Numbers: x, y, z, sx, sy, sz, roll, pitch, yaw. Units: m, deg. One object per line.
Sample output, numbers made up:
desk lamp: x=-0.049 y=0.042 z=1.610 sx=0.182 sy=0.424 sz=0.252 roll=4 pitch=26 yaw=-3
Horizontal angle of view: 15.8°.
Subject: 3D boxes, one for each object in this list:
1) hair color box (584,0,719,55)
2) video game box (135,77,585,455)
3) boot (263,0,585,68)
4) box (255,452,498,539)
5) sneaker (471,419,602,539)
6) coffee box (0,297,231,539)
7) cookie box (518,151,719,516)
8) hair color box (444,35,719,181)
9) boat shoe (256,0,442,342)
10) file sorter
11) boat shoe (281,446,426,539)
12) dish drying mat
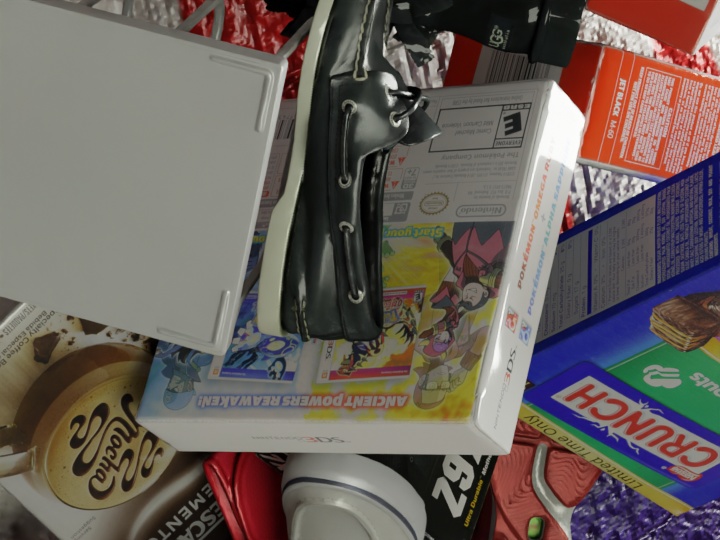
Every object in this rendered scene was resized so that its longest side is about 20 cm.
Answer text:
hair color box: x=0.175 y=-0.178 z=1.326 sx=0.064 sy=0.200 sz=0.111 roll=26 pitch=103 yaw=9
video game box: x=0.000 y=0.000 z=1.267 sx=0.047 sy=0.200 sz=0.183 roll=44 pitch=54 yaw=-46
boot: x=0.034 y=-0.187 z=1.292 sx=0.162 sy=0.199 sz=0.073 roll=12 pitch=143 yaw=-4
box: x=0.023 y=0.034 z=1.378 sx=0.160 sy=0.049 sz=0.200 roll=42 pitch=59 yaw=-40
sneaker: x=0.087 y=0.116 z=1.493 sx=0.078 sy=0.116 sz=0.200 roll=13 pitch=92 yaw=-17
coffee box: x=-0.142 y=0.072 z=1.340 sx=0.113 sy=0.080 sz=0.200 roll=-45 pitch=128 yaw=-4
cookie box: x=0.184 y=0.034 z=1.347 sx=0.171 sy=0.075 sz=0.200 roll=31 pitch=138 yaw=-31
hair color box: x=0.152 y=-0.081 z=1.382 sx=0.200 sy=0.111 sz=0.064 roll=12 pitch=94 yaw=-42
boat shoe: x=0.003 y=-0.060 z=1.188 sx=0.066 sy=0.075 sz=0.200 roll=14 pitch=98 yaw=10
file sorter: x=-0.132 y=-0.069 z=1.193 sx=0.200 sy=0.125 sz=0.139 roll=15 pitch=111 yaw=6
boat shoe: x=-0.007 y=0.158 z=1.330 sx=0.200 sy=0.072 sz=0.066 roll=86 pitch=17 yaw=-60
dish drying mat: x=-0.010 y=0.079 z=1.391 sx=0.200 sy=0.018 sz=0.077 roll=-43 pitch=121 yaw=-43
